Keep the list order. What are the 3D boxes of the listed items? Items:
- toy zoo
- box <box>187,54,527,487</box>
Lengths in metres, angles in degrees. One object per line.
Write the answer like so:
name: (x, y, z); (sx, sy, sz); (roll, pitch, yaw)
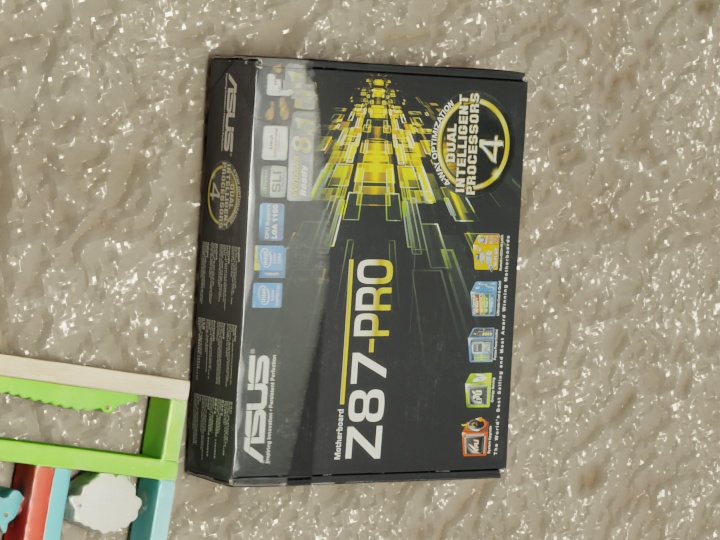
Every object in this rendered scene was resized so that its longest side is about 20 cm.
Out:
toy zoo: (-0.150, 0.140, 1.294); (0.131, 0.020, 0.200); (11, 88, -36)
box: (0.000, 0.000, 1.371); (0.161, 0.049, 0.200); (2, 94, -33)
